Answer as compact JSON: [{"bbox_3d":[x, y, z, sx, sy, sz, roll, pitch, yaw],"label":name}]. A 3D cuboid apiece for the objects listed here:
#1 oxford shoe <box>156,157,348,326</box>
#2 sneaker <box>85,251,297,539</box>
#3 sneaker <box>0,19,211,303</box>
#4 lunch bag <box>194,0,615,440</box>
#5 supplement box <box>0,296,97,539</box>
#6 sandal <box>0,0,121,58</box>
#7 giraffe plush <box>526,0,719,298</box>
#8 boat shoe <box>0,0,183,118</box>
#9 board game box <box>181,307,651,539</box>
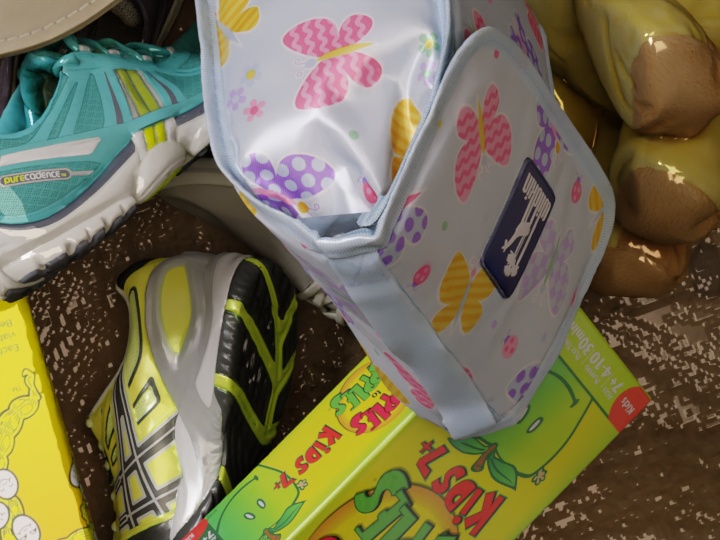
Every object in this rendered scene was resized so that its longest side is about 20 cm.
[{"bbox_3d":[0.000,0.000,1.059,0.200,0.075,0.058,22,81,-11],"label":"oxford shoe"},{"bbox_3d":[-0.081,0.089,1.050,0.076,0.075,0.200,11,90,28],"label":"sneaker"},{"bbox_3d":[-0.101,-0.069,0.980,0.080,0.077,0.200,53,45,-7],"label":"sneaker"},{"bbox_3d":[0.020,-0.051,0.923,0.127,0.170,0.200,-17,54,16],"label":"lunch bag"},{"bbox_3d":[-0.185,0.058,1.008,0.109,0.109,0.200,-15,88,-9],"label":"supplement box"},{"bbox_3d":[-0.106,-0.144,0.988,0.212,0.070,0.078,-31,85,-4],"label":"sandal"},{"bbox_3d":[0.154,-0.105,1.062,0.162,0.173,0.200,-13,62,-20],"label":"giraffe plush"},{"bbox_3d":[-0.118,-0.118,1.055,0.072,0.065,0.200,17,82,-4],"label":"boat shoe"},{"bbox_3d":[0.022,0.089,1.015,0.200,0.048,0.102,-45,132,-4],"label":"board game box"}]
